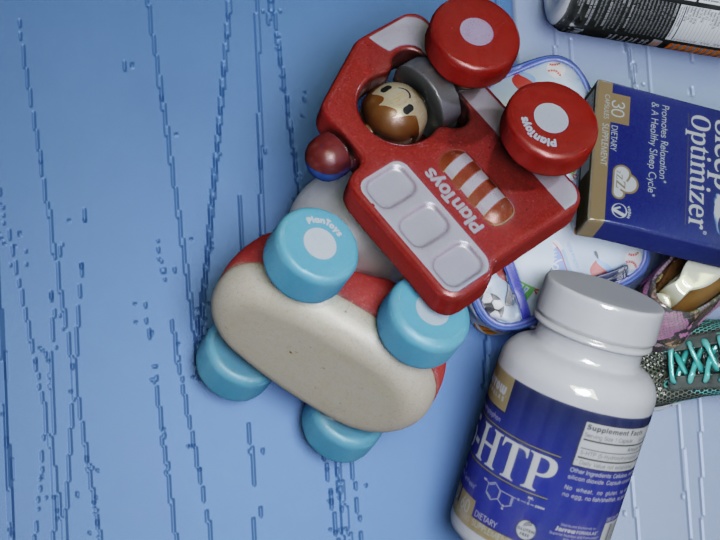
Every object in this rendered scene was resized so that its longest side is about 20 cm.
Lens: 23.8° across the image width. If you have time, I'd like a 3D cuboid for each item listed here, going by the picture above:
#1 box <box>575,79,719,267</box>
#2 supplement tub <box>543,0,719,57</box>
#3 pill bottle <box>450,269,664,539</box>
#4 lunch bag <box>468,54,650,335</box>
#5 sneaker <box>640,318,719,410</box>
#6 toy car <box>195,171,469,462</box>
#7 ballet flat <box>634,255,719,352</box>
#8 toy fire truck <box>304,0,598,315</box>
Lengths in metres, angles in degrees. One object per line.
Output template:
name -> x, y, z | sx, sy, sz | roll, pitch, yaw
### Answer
box -> 0.259, -0.062, 1.258 | 0.198, 0.032, 0.122 | 13, 61, -10
supplement tub -> 0.250, -0.231, 1.319 | 0.198, 0.123, 0.124 | 8, 83, -9
pill bottle -> 0.147, 0.109, 1.238 | 0.119, 0.120, 0.202 | 14, 102, -7
lunch bag -> 0.124, -0.051, 1.306 | 0.159, 0.076, 0.202 | -19, 86, -9
sneaker -> 0.276, 0.064, 1.308 | 0.198, 0.091, 0.078 | -7, 84, -10
toy car -> 0.000, 0.000, 1.255 | 0.176, 0.185, 0.201 | 30, 52, -5
ballet flat -> 0.275, -0.014, 1.299 | 0.069, 0.071, 0.200 | 46, 61, 5
toy fire truck -> 0.054, -0.083, 1.181 | 0.167, 0.112, 0.200 | -32, 73, -29
